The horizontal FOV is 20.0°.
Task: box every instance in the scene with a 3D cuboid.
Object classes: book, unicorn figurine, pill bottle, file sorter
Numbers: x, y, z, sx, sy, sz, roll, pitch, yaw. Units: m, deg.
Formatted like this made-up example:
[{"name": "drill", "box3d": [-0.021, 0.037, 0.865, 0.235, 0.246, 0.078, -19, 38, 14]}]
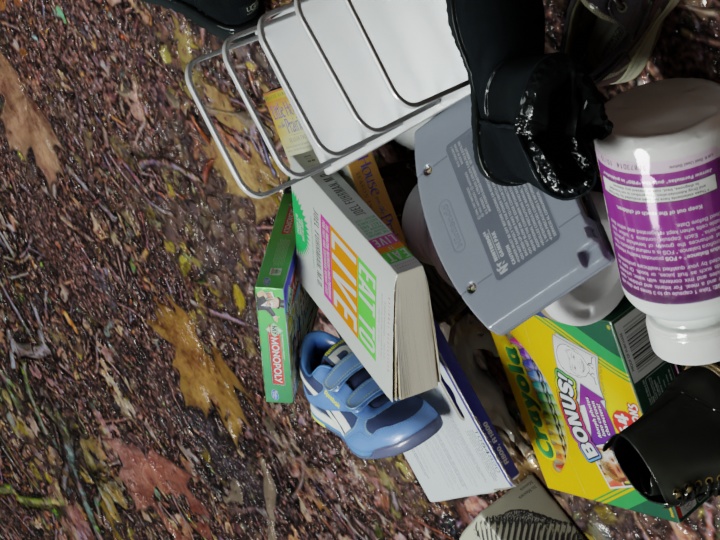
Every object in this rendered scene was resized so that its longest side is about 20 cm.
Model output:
[{"name": "book", "box3d": [0.000, 0.000, 1.755, 0.200, 0.048, 0.134, 48, 150, 48]}, {"name": "unicorn figurine", "box3d": [0.119, 0.123, 1.904, 0.138, 0.073, 0.200, 61, 159, 19]}, {"name": "pill bottle", "box3d": [0.244, -0.034, 1.543, 0.112, 0.112, 0.201, 19, 131, 48]}, {"name": "file sorter", "box3d": [-0.022, -0.162, 1.644, 0.199, 0.124, 0.140, -27, 91, 41]}, {"name": "pill bottle", "box3d": [0.128, -0.027, 1.724, 0.199, 0.111, 0.112, 18, 132, 49]}]

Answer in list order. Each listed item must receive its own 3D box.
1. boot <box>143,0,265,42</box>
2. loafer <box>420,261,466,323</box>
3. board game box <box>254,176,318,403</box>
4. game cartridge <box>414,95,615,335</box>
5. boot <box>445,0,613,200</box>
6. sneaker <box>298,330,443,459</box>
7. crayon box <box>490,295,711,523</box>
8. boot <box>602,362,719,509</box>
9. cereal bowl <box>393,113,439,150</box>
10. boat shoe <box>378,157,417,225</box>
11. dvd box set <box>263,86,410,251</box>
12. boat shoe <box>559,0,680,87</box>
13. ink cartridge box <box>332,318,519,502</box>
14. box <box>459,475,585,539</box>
[{"name": "boot", "box3d": [-0.169, -0.323, 1.911, 0.199, 0.076, 0.169, 32, 145, 27]}, {"name": "loafer", "box3d": [0.050, 0.012, 1.917, 0.076, 0.068, 0.199, 54, 144, -11]}, {"name": "board game box", "box3d": [-0.063, 0.009, 1.920, 0.029, 0.201, 0.135, 3, 128, 8]}, {"name": "game cartridge", "box3d": [0.115, -0.055, 1.631, 0.133, 0.040, 0.201, -32, 57, 22]}, {"name": "boot", "box3d": [0.126, -0.155, 1.509, 0.168, 0.076, 0.202, -165, 69, -75]}, {"name": "sneaker", "box3d": [0.000, 0.110, 1.834, 0.200, 0.074, 0.083, 21, 134, 57]}, {"name": "crayon box", "box3d": [0.206, 0.109, 1.782, 0.172, 0.058, 0.201, 7, 124, 53]}, {"name": "boot", "box3d": [0.298, 0.175, 1.628, 0.200, 0.138, 0.078, 46, 148, 18]}, {"name": "cereal bowl", "box3d": [0.041, -0.184, 1.739, 0.200, 0.083, 0.201, 36, 144, 32]}, {"name": "boat shoe", "box3d": [0.008, -0.057, 1.917, 0.071, 0.070, 0.200, 60, 151, 3]}, {"name": "dvd box set", "box3d": [-0.019, -0.077, 1.823, 0.201, 0.029, 0.146, 68, 160, -6]}, {"name": "boat shoe", "box3d": [0.193, -0.206, 1.509, 0.072, 0.065, 0.201, 45, 148, 21]}, {"name": "ink cartridge box", "box3d": [0.067, 0.110, 1.839, 0.201, 0.040, 0.200, 61, 159, -2]}, {"name": "box", "box3d": [0.191, 0.304, 1.963, 0.200, 0.082, 0.068, 49, 148, 13]}]
